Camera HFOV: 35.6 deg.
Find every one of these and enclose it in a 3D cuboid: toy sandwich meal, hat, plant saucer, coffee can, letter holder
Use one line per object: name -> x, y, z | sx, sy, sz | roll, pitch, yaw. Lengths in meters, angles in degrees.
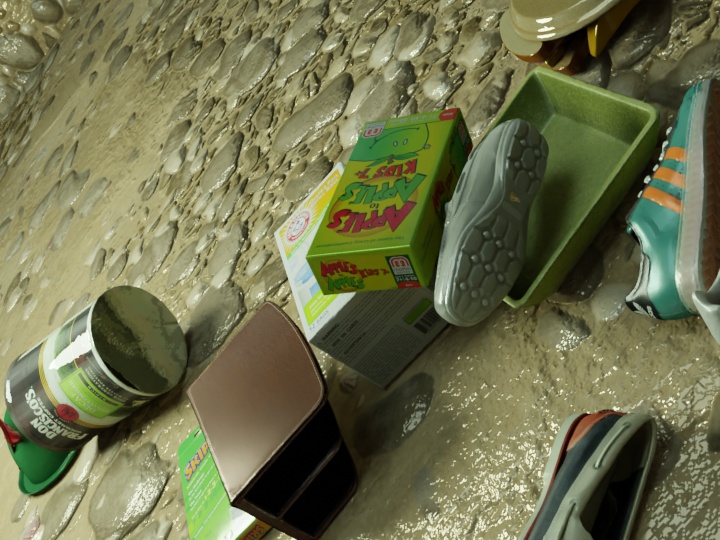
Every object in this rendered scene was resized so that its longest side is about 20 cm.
toy sandwich meal -> 0.226, -0.279, 1.094 | 0.205, 0.070, 0.206 | -33, 35, 27
hat -> -0.483, 0.194, 1.538 | 0.200, 0.176, 0.166 | -32, 38, 35
plant saucer -> 0.163, -0.072, 1.002 | 0.201, 0.048, 0.200 | -55, 31, 4
coffee can -> -0.338, 0.126, 1.428 | 0.200, 0.146, 0.147 | -33, 38, 34
letter holder -> -0.070, 0.137, 1.089 | 0.142, 0.100, 0.200 | -50, 31, 6

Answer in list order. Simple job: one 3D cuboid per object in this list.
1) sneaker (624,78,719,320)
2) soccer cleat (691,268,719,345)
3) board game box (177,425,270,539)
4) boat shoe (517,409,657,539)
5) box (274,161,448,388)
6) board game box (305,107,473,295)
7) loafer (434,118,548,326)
sneaker -> 0.241, -0.056, 0.856 | 0.080, 0.071, 0.201 | -13, 53, 44
soccer cleat -> 0.297, -0.033, 0.741 | 0.201, 0.086, 0.070 | -56, 31, 0
board game box -> -0.148, 0.226, 1.187 | 0.096, 0.030, 0.200 | -46, 35, 15
boat shoe -> 0.152, 0.187, 0.764 | 0.062, 0.071, 0.201 | -9, 51, 48
box -> 0.000, 0.000, 1.113 | 0.113, 0.101, 0.200 | -46, 32, 16
board game box -> 0.031, -0.066, 1.020 | 0.101, 0.048, 0.201 | -5, 40, 25
loafer -> 0.103, -0.038, 0.950 | 0.070, 0.070, 0.201 | -19, 39, 52
